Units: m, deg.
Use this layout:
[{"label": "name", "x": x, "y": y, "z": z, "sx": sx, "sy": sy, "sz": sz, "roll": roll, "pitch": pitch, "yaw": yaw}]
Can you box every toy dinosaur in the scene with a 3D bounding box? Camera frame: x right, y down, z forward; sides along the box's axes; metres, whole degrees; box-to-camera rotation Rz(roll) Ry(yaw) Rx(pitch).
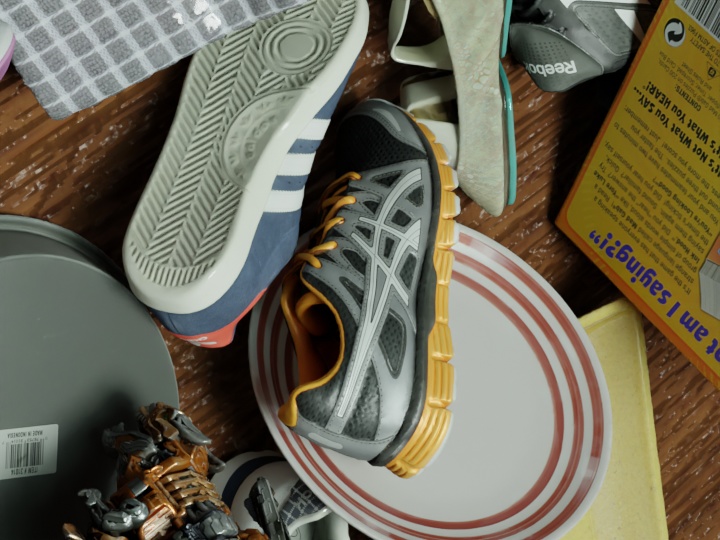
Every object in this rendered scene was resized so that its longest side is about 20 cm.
[{"label": "toy dinosaur", "x": -0.091, "y": 0.149, "z": 0.915, "sx": 0.136, "sy": 0.200, "sz": 0.102, "roll": -19, "pitch": 123, "yaw": 2}]

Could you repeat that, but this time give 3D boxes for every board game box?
[{"label": "board game box", "x": 0.268, "y": -0.052, "z": 1.151, "sx": 0.200, "sy": 0.200, "sz": 0.200, "roll": -9, "pitch": 135, "yaw": -40}]

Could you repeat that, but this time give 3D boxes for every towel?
[{"label": "towel", "x": -0.106, "y": -0.172, "z": 0.905, "sx": 0.166, "sy": 0.086, "sz": 0.200, "roll": -29, "pitch": 123, "yaw": 5}]

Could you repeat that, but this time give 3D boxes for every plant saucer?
[{"label": "plant saucer", "x": 0.079, "y": 0.132, "z": 1.180, "sx": 0.200, "sy": 0.048, "sz": 0.200, "roll": -22, "pitch": 112, "yaw": -34}]

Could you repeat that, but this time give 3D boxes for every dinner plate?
[{"label": "dinner plate", "x": 0.034, "y": 0.059, "z": 1.082, "sx": 0.200, "sy": 0.024, "sz": 0.200, "roll": 14, "pitch": 53, "yaw": -20}]

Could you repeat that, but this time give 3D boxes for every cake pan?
[{"label": "cake pan", "x": -0.163, "y": 0.076, "z": 0.979, "sx": 0.200, "sy": 0.037, "sz": 0.200, "roll": -9, "pitch": 105, "yaw": -38}]

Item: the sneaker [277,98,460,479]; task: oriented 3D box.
[{"label": "sneaker", "x": 0.000, "y": 0.000, "z": 1.038, "sx": 0.077, "sy": 0.078, "sz": 0.200, "roll": 11, "pitch": 56, "yaw": -22}]

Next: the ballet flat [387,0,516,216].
[{"label": "ballet flat", "x": 0.045, "y": -0.104, "z": 1.083, "sx": 0.062, "sy": 0.067, "sz": 0.200, "roll": -9, "pitch": 136, "yaw": -5}]

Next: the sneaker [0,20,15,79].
[{"label": "sneaker", "x": -0.233, "y": -0.044, "z": 0.878, "sx": 0.088, "sy": 0.080, "sz": 0.200, "roll": 39, "pitch": 87, "yaw": -10}]

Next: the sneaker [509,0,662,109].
[{"label": "sneaker", "x": 0.105, "y": -0.144, "z": 1.134, "sx": 0.200, "sy": 0.066, "sz": 0.091, "roll": 29, "pitch": 78, "yaw": -41}]

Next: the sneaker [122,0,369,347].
[{"label": "sneaker", "x": -0.051, "y": -0.053, "z": 1.033, "sx": 0.200, "sy": 0.075, "sz": 0.085, "roll": -62, "pitch": 156, "yaw": -23}]

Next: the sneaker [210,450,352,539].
[{"label": "sneaker", "x": -0.037, "y": 0.193, "z": 1.078, "sx": 0.076, "sy": 0.080, "sz": 0.200, "roll": -15, "pitch": 109, "yaw": -38}]
